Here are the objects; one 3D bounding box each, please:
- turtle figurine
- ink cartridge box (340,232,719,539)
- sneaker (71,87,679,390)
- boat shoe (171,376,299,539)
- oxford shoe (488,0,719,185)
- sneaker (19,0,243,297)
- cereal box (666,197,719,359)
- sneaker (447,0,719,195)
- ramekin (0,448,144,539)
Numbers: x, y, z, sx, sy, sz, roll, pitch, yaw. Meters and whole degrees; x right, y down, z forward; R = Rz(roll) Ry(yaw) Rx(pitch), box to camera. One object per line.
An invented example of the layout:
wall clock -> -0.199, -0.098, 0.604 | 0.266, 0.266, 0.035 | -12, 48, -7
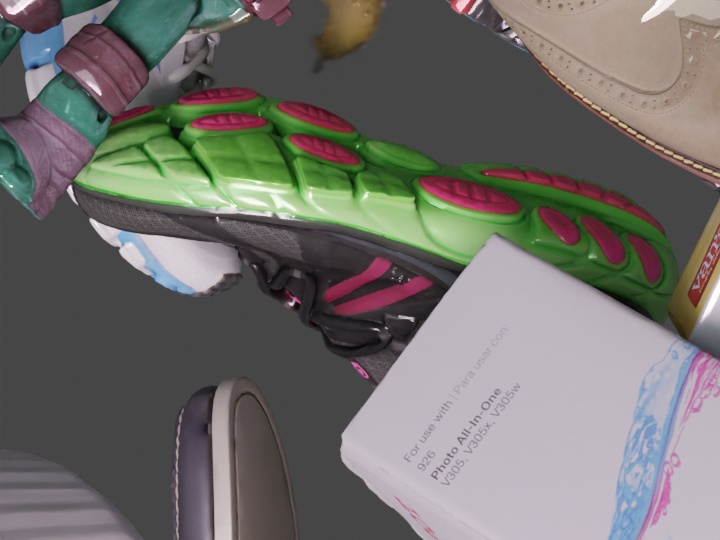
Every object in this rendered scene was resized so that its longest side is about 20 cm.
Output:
turtle figurine -> -0.054, -0.113, 0.899 | 0.200, 0.101, 0.150 | -44, 35, -2
ink cartridge box -> 0.110, 0.091, 0.849 | 0.200, 0.145, 0.088 | 29, 78, 35
sneaker -> 0.000, 0.000, 0.933 | 0.200, 0.077, 0.084 | 16, 114, -5
boat shoe -> -0.057, 0.135, 0.993 | 0.063, 0.073, 0.200 | 1, 100, 18
oxford shoe -> 0.053, -0.097, 0.809 | 0.200, 0.075, 0.070 | 45, 100, 16
sneaker -> -0.071, -0.091, 0.979 | 0.087, 0.075, 0.200 | -22, 87, 15
cereal box -> 0.208, -0.009, 0.850 | 0.200, 0.040, 0.144 | 21, 105, -12
sneaker -> 0.083, -0.086, 0.902 | 0.200, 0.096, 0.079 | 44, 98, -2
ramekin -> -0.135, 0.151, 0.980 | 0.202, 0.094, 0.203 | 10, 103, 48
